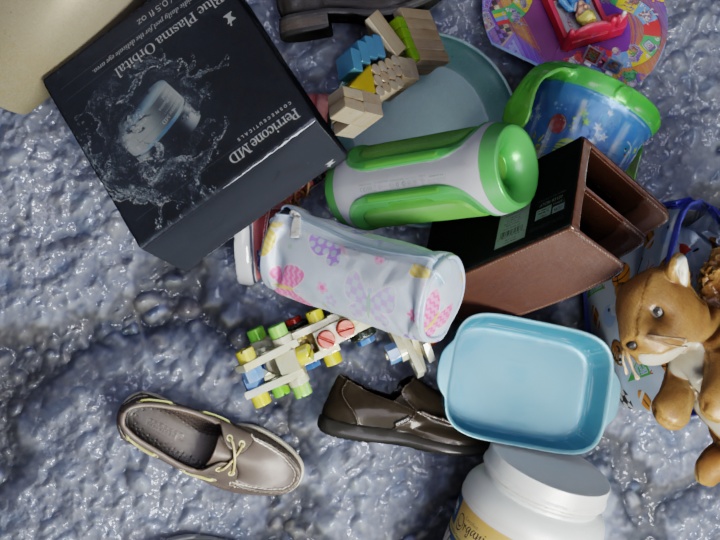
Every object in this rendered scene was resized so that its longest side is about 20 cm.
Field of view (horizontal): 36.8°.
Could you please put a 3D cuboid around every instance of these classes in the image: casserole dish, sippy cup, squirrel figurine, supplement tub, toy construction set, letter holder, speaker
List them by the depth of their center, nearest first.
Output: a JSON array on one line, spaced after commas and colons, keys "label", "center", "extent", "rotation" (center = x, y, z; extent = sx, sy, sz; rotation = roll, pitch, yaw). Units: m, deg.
[{"label": "squirrel figurine", "center": [0.314, 0.053, 0.947], "extent": [0.186, 0.142, 0.200], "rotation": [41, 65, -1]}, {"label": "speaker", "center": [0.062, -0.085, 1.006], "extent": [0.088, 0.199, 0.090], "rotation": [6, 82, -49]}, {"label": "letter holder", "center": [0.177, -0.015, 1.031], "extent": [0.142, 0.199, 0.101], "rotation": [33, 54, -27]}, {"label": "supplement tub", "center": [0.151, 0.277, 1.054], "extent": [0.143, 0.145, 0.202], "rotation": [17, 103, -7]}, {"label": "casserole dish", "center": [0.160, 0.110, 1.056], "extent": [0.198, 0.039, 0.123], "rotation": [12, 85, -17]}, {"label": "toy construction set", "center": [-0.027, 0.071, 1.059], "extent": [0.198, 0.131, 0.093], "rotation": [-9, 92, -8]}, {"label": "sippy cup", "center": [0.214, -0.121, 1.091], "extent": [0.176, 0.140, 0.131], "rotation": [27, 86, -6]}]

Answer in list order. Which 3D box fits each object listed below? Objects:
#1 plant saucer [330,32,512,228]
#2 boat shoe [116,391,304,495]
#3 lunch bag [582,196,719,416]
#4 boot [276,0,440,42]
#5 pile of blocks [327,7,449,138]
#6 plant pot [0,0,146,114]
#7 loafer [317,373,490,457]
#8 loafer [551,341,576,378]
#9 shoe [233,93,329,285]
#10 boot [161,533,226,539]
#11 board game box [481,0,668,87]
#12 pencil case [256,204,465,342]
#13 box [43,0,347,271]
[{"label": "plant saucer", "center": [0.065, -0.144, 1.123], "extent": [0.197, 0.036, 0.203], "rotation": [0, 89, -7]}, {"label": "boat shoe", "center": [-0.149, 0.177, 1.078], "extent": [0.198, 0.060, 0.072], "rotation": [24, 86, -7]}, {"label": "lunch bag", "center": [0.306, 0.033, 1.083], "extent": [0.122, 0.170, 0.202], "rotation": [-9, 90, -19]}, {"label": "boot", "center": [-0.017, -0.334, 1.098], "extent": [0.198, 0.069, 0.176], "rotation": [-11, 91, -6]}, {"label": "pile of blocks", "center": [0.009, -0.191, 1.036], "extent": [0.082, 0.062, 0.200], "rotation": [53, 43, -8]}, {"label": "plant pot", "center": [-0.305, -0.257, 1.017], "extent": [0.186, 0.187, 0.201], "rotation": [34, 100, -6]}, {"label": "loafer", "center": [0.058, 0.144, 1.099], "extent": [0.198, 0.073, 0.072], "rotation": [8, 89, -8]}, {"label": "loafer", "center": [0.194, 0.165, 1.122], "extent": [0.071, 0.063, 0.203], "rotation": [2, 89, -9]}, {"label": "shoe", "center": [-0.077, -0.085, 1.084], "extent": [0.090, 0.071, 0.203], "rotation": [3, 84, -2]}, {"label": "boot", "center": [-0.126, 0.307, 1.061], "extent": [0.197, 0.096, 0.075], "rotation": [4, 89, -8]}, {"label": "board game box", "center": [0.227, -0.277, 1.116], "extent": [0.198, 0.039, 0.159], "rotation": [26, 72, 4]}, {"label": "pencil case", "center": [0.000, 0.000, 1.016], "extent": [0.198, 0.083, 0.092], "rotation": [19, 120, 30]}, {"label": "box", "center": [-0.152, -0.142, 1.009], "extent": [0.196, 0.117, 0.201], "rotation": [-35, 74, 4]}]
